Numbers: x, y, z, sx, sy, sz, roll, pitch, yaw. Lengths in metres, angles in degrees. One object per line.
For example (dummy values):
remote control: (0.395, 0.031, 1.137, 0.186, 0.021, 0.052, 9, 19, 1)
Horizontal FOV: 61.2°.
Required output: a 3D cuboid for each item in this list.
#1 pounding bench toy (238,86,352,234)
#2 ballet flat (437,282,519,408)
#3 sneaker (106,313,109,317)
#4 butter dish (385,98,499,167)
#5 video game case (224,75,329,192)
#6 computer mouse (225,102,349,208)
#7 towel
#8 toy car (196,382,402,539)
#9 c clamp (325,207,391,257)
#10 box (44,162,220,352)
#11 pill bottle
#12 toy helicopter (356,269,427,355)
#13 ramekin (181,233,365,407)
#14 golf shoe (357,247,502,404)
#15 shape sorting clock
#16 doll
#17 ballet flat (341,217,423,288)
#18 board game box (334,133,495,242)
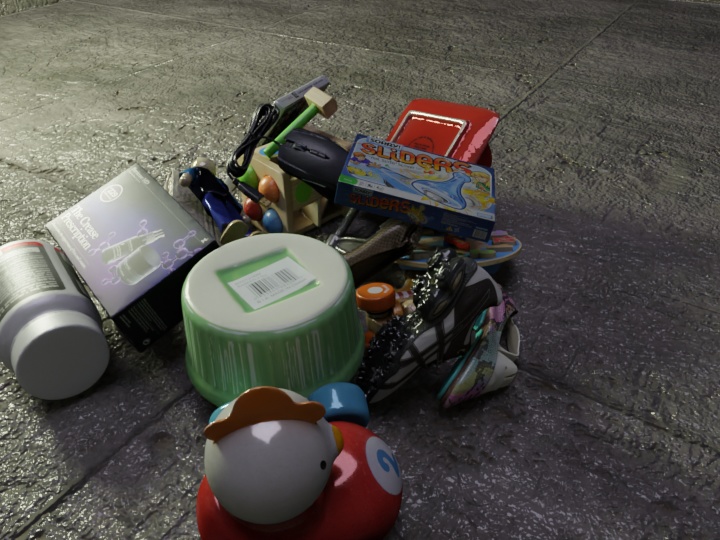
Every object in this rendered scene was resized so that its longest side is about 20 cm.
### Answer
pounding bench toy: (-0.107, -0.165, 0.939, 0.155, 0.202, 0.124, -29, 43, -34)
ballet flat: (0.149, 0.090, 0.700, 0.071, 0.069, 0.201, 32, 41, 2)
sneaker: (-0.282, -0.011, 0.846, 0.098, 0.070, 0.201, 6, 37, 5)
butter dish: (0.125, -0.149, 0.964, 0.199, 0.148, 0.201, 26, 81, 45)
video game case: (-0.146, -0.237, 1.053, 0.023, 0.200, 0.182, 41, 36, -3)
computer mouse: (-0.084, -0.137, 0.840, 0.199, 0.046, 0.141, 34, 71, -7)
towel: (-0.229, -0.073, 0.906, 0.132, 0.035, 0.201, 30, 21, -29)
toy car: (-0.049, 0.150, 0.470, 0.174, 0.201, 0.186, -8, 49, -9)
c clamp: (0.006, -0.083, 0.875, 0.170, 0.027, 0.201, 15, 62, 43)
box: (-0.266, -0.023, 0.732, 0.141, 0.079, 0.200, -38, 54, -19)
pill bottle: (-0.376, 0.055, 0.721, 0.113, 0.115, 0.200, -24, 41, -28)
toy helicopter: (0.076, 0.034, 0.768, 0.130, 0.080, 0.200, 0, 23, 14)
ramekin: (-0.094, 0.046, 0.649, 0.197, 0.099, 0.201, -1, 36, 1)
golf shoe: (0.071, 0.077, 0.640, 0.094, 0.201, 0.078, 27, 25, -19)
shape sorting clock: (0.125, -0.036, 0.852, 0.197, 0.040, 0.200, 1, 17, 0)
doll: (-0.203, -0.099, 0.886, 0.048, 0.136, 0.200, -45, 52, 9)
ballet flat: (0.000, 0.000, 0.777, 0.199, 0.067, 0.047, -37, 62, -1)
board game box: (0.076, -0.111, 0.793, 0.197, 0.035, 0.136, 14, 39, 1)
